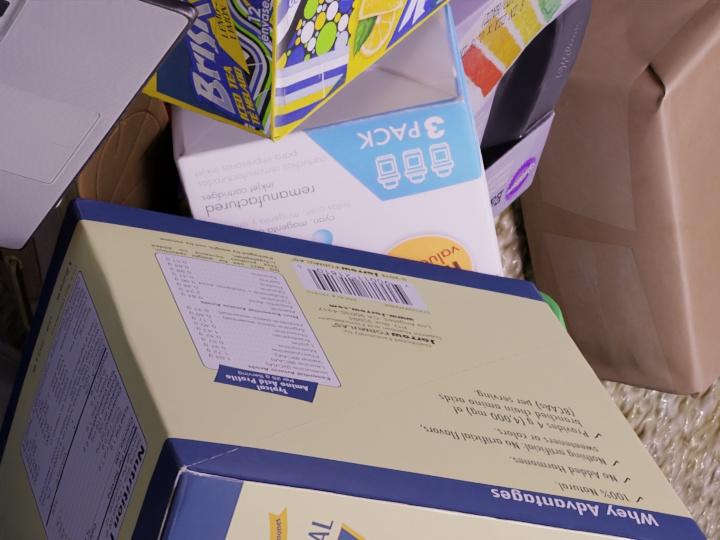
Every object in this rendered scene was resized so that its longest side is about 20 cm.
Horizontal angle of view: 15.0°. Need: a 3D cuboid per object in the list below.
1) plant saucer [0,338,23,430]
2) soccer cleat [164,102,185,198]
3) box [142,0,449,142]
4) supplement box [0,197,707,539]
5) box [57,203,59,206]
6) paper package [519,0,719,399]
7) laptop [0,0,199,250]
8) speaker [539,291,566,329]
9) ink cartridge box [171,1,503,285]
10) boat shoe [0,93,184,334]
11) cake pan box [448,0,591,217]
[{"bbox_3d":[-0.171,0.124,1.081,0.200,0.050,0.202,-27,126,-45],"label":"plant saucer"},{"bbox_3d":[-0.035,-0.122,1.135,0.067,0.076,0.201,32,78,-55],"label":"soccer cleat"},{"bbox_3d":[-0.003,-0.129,1.033,0.200,0.064,0.070,-42,145,-45],"label":"box"},{"bbox_3d":[-0.013,0.091,0.981,0.199,0.200,0.135,10,114,-21],"label":"supplement box"},{"bbox_3d":[-0.136,-0.158,0.960,0.201,0.096,0.176,-62,145,-13],"label":"box"},{"bbox_3d":[0.170,-0.071,1.425,0.191,0.103,0.201,-46,137,-35],"label":"paper package"},{"bbox_3d":[-0.181,-0.024,0.861,0.199,0.187,0.117,16,62,-18],"label":"laptop"},{"bbox_3d":[0.064,0.111,1.375,0.088,0.088,0.201,-31,129,-44],"label":"speaker"},{"bbox_3d":[0.000,0.000,1.106,0.068,0.114,0.201,-98,175,-49],"label":"ink cartridge box"},{"bbox_3d":[-0.110,-0.009,1.091,0.074,0.066,0.201,-44,150,-36],"label":"boat shoe"},{"bbox_3d":[0.029,-0.070,1.222,0.200,0.052,0.185,-40,158,-40],"label":"cake pan box"}]
